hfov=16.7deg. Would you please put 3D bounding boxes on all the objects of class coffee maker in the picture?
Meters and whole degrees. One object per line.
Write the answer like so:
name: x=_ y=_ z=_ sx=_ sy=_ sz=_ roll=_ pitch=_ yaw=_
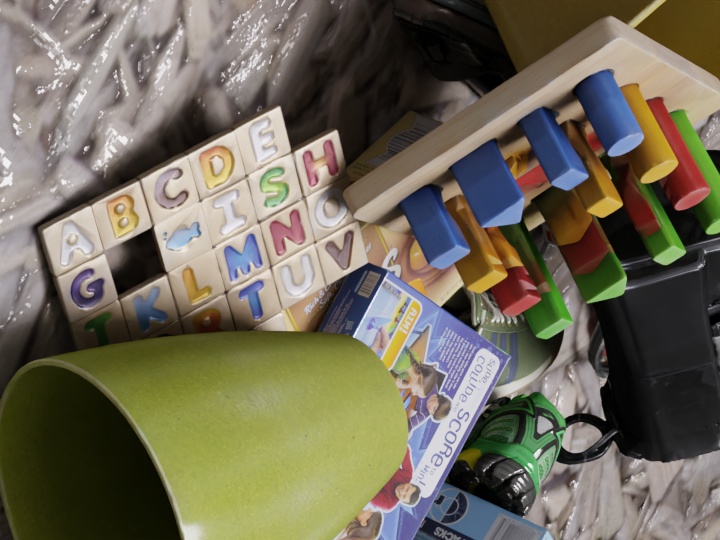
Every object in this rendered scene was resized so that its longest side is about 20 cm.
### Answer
coffee maker: x=0.205 y=0.034 z=1.706 sx=0.192 sy=0.135 sz=0.200 roll=-34 pitch=135 yaw=-12

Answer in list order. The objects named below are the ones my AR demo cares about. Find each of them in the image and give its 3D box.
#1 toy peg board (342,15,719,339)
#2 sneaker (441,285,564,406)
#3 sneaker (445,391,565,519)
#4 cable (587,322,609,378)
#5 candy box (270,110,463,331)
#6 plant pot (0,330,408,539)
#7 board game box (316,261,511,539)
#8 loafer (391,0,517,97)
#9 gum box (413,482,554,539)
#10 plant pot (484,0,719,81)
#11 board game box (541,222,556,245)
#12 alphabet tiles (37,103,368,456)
toy peg board: x=0.130 y=-0.045 z=1.519 sx=0.200 sy=0.098 sz=0.199 roll=-34 pitch=159 yaw=19
sneaker: x=0.081 y=0.044 z=1.742 sx=0.200 sy=0.067 sz=0.090 roll=-28 pitch=136 yaw=-40
sneaker: x=0.100 y=0.136 z=1.742 sx=0.085 sy=0.078 sz=0.200 roll=-51 pitch=-174 yaw=-17
cable: x=0.200 y=0.011 z=1.913 sx=0.097 sy=0.050 sz=0.200 roll=-40 pitch=142 yaw=-13
candy box: x=0.000 y=0.000 z=1.609 sx=0.200 sy=0.055 sz=0.116 roll=-43 pitch=138 yaw=-31
plant pot: x=-0.077 y=0.110 z=1.417 sx=0.200 sy=0.187 sz=0.187 roll=-21 pitch=126 yaw=-37
board game box: x=0.002 y=0.111 z=1.567 sx=0.135 sy=0.034 sz=0.200 roll=36 pitch=80 yaw=-41
loafer: x=0.077 y=-0.143 z=1.625 sx=0.200 sy=0.072 sz=0.063 roll=15 pitch=103 yaw=-59
gum box: x=0.083 y=0.213 z=1.755 sx=0.045 sy=0.170 sz=0.200 roll=-56 pitch=145 yaw=-17
plant pot: x=0.179 y=-0.229 z=1.575 sx=0.194 sy=0.200 sz=0.195 roll=-40 pitch=156 yaw=25
board game box: x=0.196 y=-0.125 z=1.836 sx=0.200 sy=0.035 sz=0.126 roll=-48 pitch=143 yaw=-27
alphabet tiles: x=-0.085 y=-0.001 z=1.465 sx=0.200 sy=0.008 sz=0.167 roll=-29 pitch=126 yaw=-22
